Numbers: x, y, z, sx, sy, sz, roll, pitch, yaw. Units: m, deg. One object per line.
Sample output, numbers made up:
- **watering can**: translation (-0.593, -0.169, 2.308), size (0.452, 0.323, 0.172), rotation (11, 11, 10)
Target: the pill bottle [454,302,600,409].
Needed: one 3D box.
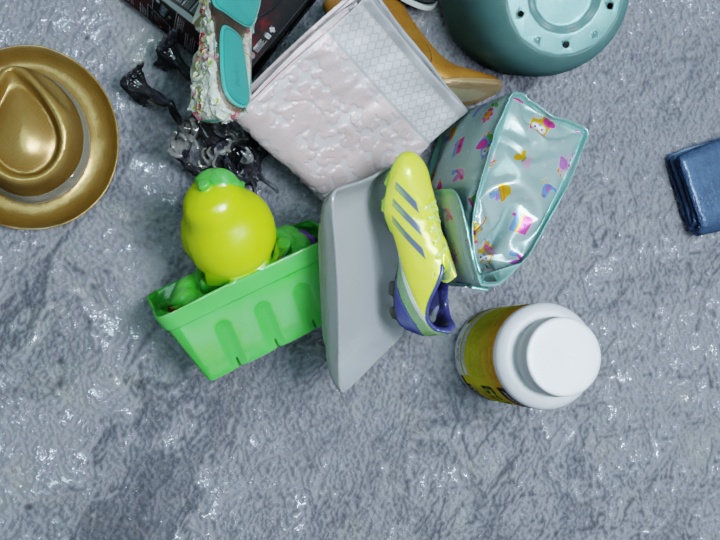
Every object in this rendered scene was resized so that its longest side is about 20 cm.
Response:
- **pill bottle**: translation (0.178, 0.091, 0.993), size (0.109, 0.200, 0.110), rotation (1, 85, -11)

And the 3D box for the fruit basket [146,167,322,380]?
- **fruit basket**: translation (-0.130, -0.013, 0.962), size (0.215, 0.155, 0.216), rotation (-3, 100, -17)

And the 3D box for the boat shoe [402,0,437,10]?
- **boat shoe**: translation (0.021, -0.381, 1.057), size (0.200, 0.060, 0.076), rotation (39, 39, -8)

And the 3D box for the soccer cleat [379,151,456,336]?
- **soccer cleat**: translation (0.069, -0.026, 0.970), size (0.065, 0.084, 0.201), rotation (-25, 119, -43)

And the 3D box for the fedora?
- **fedora**: translation (-0.348, -0.145, 0.967), size (0.200, 0.082, 0.201), rotation (1, 85, -11)

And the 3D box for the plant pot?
- **plant pot**: translation (0.199, -0.304, 1.015), size (0.200, 0.161, 0.201), rotation (-2, 109, -4)

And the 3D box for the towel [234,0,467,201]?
- **towel**: translation (-0.007, -0.169, 0.986), size (0.191, 0.032, 0.200), rotation (-42, 128, 9)

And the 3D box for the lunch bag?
- **lunch bag**: translation (0.134, -0.075, 1.011), size (0.122, 0.170, 0.201), rotation (24, 84, -17)

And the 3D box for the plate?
- **plate**: translation (0.000, 0.000, 0.964), size (0.032, 0.200, 0.200), rotation (2, 105, 21)

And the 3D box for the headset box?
- **headset box**: translation (-0.162, -0.321, 1.017), size (0.200, 0.075, 0.149), rotation (38, 74, -6)

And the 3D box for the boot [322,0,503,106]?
- **boot**: translation (0.062, -0.260, 1.068), size (0.201, 0.071, 0.145), rotation (-6, 72, -25)

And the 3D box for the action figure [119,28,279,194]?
- **action figure**: translation (-0.163, -0.154, 0.997), size (0.200, 0.102, 0.119), rotation (46, 75, -2)

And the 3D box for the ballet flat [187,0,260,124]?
- **ballet flat**: translation (-0.143, -0.235, 0.933), size (0.076, 0.064, 0.201), rotation (30, 54, -45)

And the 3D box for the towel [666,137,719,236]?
- **towel**: translation (0.480, -0.117, 1.146), size (0.199, 0.049, 0.112), rotation (-16, 89, -13)
